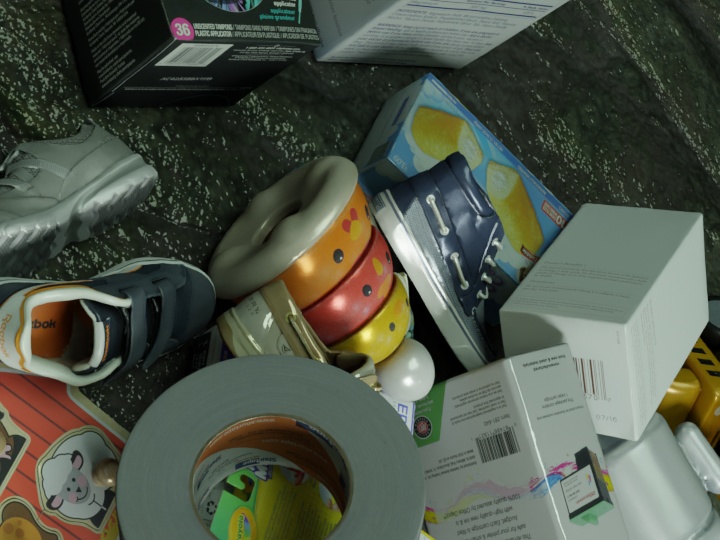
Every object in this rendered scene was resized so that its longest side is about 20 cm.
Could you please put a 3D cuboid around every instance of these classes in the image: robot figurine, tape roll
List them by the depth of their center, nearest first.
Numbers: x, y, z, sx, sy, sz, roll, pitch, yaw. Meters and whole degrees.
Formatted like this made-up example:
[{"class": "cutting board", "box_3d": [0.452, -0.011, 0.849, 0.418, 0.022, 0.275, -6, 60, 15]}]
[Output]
[{"class": "tape roll", "box_3d": [-0.059, 0.155, 0.996, 0.199, 0.066, 0.201, 3, 53, -4]}, {"class": "robot figurine", "box_3d": [0.247, 0.204, 1.354, 0.169, 0.113, 0.201, -30, 93, -3]}]

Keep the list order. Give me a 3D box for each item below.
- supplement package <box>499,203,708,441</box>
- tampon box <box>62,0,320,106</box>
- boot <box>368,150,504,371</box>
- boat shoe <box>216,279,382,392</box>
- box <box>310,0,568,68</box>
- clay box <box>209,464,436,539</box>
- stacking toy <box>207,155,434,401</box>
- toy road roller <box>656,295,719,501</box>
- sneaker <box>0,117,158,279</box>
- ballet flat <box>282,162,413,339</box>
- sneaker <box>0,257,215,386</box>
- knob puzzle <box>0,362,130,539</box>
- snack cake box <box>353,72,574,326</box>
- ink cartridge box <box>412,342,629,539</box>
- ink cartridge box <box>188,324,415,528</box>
[{"class": "supplement package", "box_3d": [0.217, 0.039, 1.327, 0.200, 0.116, 0.118, -45, 132, -47]}, {"class": "tampon box", "box_3d": [-0.144, -0.244, 1.189, 0.149, 0.126, 0.201, -7, 77, -43]}, {"class": "boot", "box_3d": [0.091, 0.000, 1.284, 0.201, 0.090, 0.073, 58, 4, -32]}, {"class": "boat shoe", "box_3d": [-0.018, 0.087, 1.118, 0.200, 0.069, 0.074, 47, 5, -27]}, {"class": "box", "box_3d": [0.073, -0.266, 1.338, 0.183, 0.200, 0.106, -4, 74, -42]}, {"class": "clay box", "box_3d": [-0.031, 0.205, 1.097, 0.200, 0.047, 0.115, 38, 48, -23]}, {"class": "stacking toy", "box_3d": [-0.008, 0.023, 1.190, 0.200, 0.146, 0.146, 47, 48, -21]}, {"class": "toy road roller", "box_3d": [0.310, 0.129, 1.415, 0.145, 0.123, 0.200, -7, 46, -27]}, {"class": "sneaker", "box_3d": [-0.239, -0.047, 1.078, 0.082, 0.075, 0.200, 47, 42, 11]}, {"class": "ballet flat", "box_3d": [0.000, 0.000, 1.256, 0.074, 0.074, 0.201, -37, 98, -44]}, {"class": "sneaker", "box_3d": [-0.173, 0.039, 1.067, 0.199, 0.079, 0.079, -8, 109, -40]}, {"class": "knob puzzle", "box_3d": [-0.234, 0.142, 1.016, 0.219, 0.030, 0.221, 17, 62, -35]}, {"class": "snack cake box", "box_3d": [0.090, -0.061, 1.361, 0.200, 0.067, 0.115, 42, 49, -20]}, {"class": "ink cartridge box", "box_3d": [0.123, 0.178, 1.236, 0.084, 0.144, 0.201, -9, 78, -43]}, {"class": "ink cartridge box", "box_3d": [-0.050, 0.167, 1.158, 0.199, 0.043, 0.199, 24, 59, -31]}]
